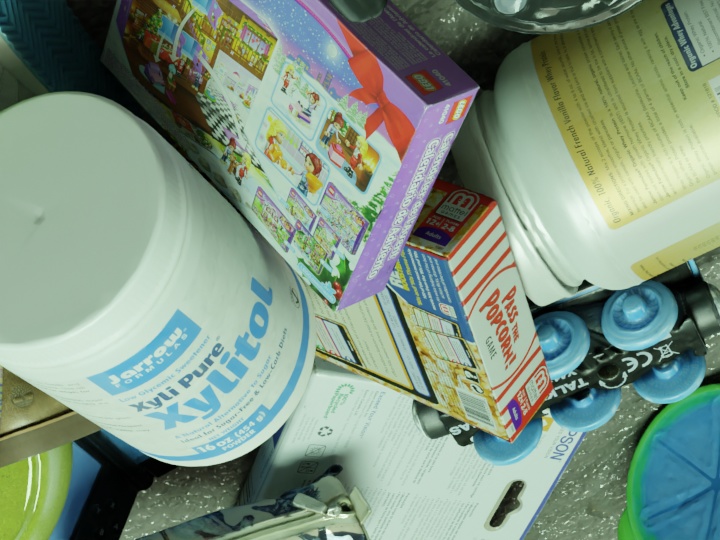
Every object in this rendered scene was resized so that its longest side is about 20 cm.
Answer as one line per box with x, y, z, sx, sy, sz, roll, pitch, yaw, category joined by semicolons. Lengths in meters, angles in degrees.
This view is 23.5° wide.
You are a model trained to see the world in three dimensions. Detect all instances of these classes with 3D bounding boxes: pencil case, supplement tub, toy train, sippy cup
-0.089;0.187;1.086;0.199;0.078;0.090;-15;139;-21;pencil case
-0.112;0.011;0.862;0.131;0.133;0.200;-21;154;12;supplement tub
0.119;0.036;1.043;0.199;0.115;0.087;-23;136;14;toy train
0.272;0.159;1.181;0.177;0.141;0.130;3;163;47;sippy cup
0.159;-0.077;0.921;0.199;0.145;0.145;-26;132;16;supplement tub

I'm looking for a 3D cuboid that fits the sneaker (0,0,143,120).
-0.175;-0.084;0.923;0.080;0.077;0.201;-7;135;22;sneaker

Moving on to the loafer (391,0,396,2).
0.054;-0.170;0.868;0.198;0.070;0.070;-14;134;5;loafer

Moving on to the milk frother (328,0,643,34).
0.032;-0.225;0.731;0.179;0.189;0.201;-16;133;5;milk frother

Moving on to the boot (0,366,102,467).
-0.140;0.046;1.003;0.073;0.076;0.199;-22;179;44;boot

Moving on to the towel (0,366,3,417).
-0.263;0.083;0.921;0.142;0.202;0.023;2;176;2;towel

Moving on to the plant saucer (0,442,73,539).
-0.256;0.117;0.981;0.198;0.031;0.202;-6;104;-24;plant saucer

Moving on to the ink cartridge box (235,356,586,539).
0.029;0.136;1.175;0.198;0.043;0.197;9;131;-18;ink cartridge box

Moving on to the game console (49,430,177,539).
-0.170;0.102;1.067;0.118;0.172;0.200;-6;141;36;game console

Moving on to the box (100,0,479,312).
-0.042;-0.097;0.845;0.039;0.200;0.137;-24;151;-40;box

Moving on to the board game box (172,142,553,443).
0.000;0.000;0.952;0.199;0.046;0.152;22;148;35;board game box
